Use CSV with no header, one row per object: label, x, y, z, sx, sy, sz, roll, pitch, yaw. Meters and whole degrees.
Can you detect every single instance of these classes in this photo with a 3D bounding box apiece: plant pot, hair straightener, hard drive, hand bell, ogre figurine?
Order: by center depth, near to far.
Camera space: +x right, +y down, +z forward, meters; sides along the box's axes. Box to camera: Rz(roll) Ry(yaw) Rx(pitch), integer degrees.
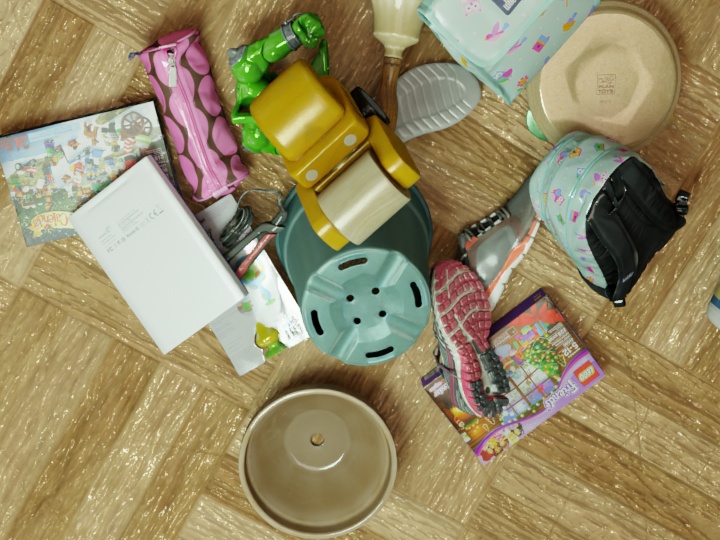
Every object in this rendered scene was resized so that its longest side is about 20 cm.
hand bell,0.037,-0.237,1.457,0.103,0.104,0.202,7,95,-5
plant pot,0.000,0.000,1.465,0.198,0.197,0.202,-2,117,-5
ogre figurine,-0.091,-0.206,1.473,0.118,0.099,0.201,-3,148,3
hard drive,-0.242,-0.018,1.488,0.131,0.025,0.201,-34,94,18
hair straightener,-0.160,-0.028,1.496,0.077,0.041,0.200,42,113,2
plant pot,-0.055,0.231,1.592,0.198,0.093,0.203,-1,105,-3

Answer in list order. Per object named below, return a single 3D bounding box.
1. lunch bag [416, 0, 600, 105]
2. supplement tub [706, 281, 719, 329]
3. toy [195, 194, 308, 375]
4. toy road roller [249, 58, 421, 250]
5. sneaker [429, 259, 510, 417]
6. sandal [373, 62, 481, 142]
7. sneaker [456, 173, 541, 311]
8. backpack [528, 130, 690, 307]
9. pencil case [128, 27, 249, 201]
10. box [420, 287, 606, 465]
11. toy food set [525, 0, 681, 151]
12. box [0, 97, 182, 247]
lunch bag,0.161,-0.306,1.406,0.171,0.200,0.122,-47,61,7
supplement tub,0.532,0.001,1.536,0.144,0.145,0.201,23,102,-8
toy,-0.151,0.016,1.553,0.114,0.047,0.201,-29,94,15
toy road roller,-0.038,-0.137,1.356,0.123,0.201,0.146,-41,131,13
sneaker,0.117,0.086,1.535,0.080,0.074,0.202,-20,101,-34
sandal,0.052,-0.191,1.511,0.201,0.050,0.083,-28,89,-14
sneaker,0.164,-0.038,1.546,0.081,0.077,0.201,27,101,-3
backpack,0.289,-0.072,1.481,0.168,0.126,0.200,-57,142,-7
pencil case,-0.197,-0.181,1.479,0.090,0.094,0.202,-25,106,-11
box,0.196,0.138,1.608,0.199,0.039,0.137,-38,103,7
toy food set,0.292,-0.227,1.516,0.198,0.049,0.200,-17,105,1
box,-0.328,-0.120,1.518,0.198,0.038,0.138,-14,104,1
